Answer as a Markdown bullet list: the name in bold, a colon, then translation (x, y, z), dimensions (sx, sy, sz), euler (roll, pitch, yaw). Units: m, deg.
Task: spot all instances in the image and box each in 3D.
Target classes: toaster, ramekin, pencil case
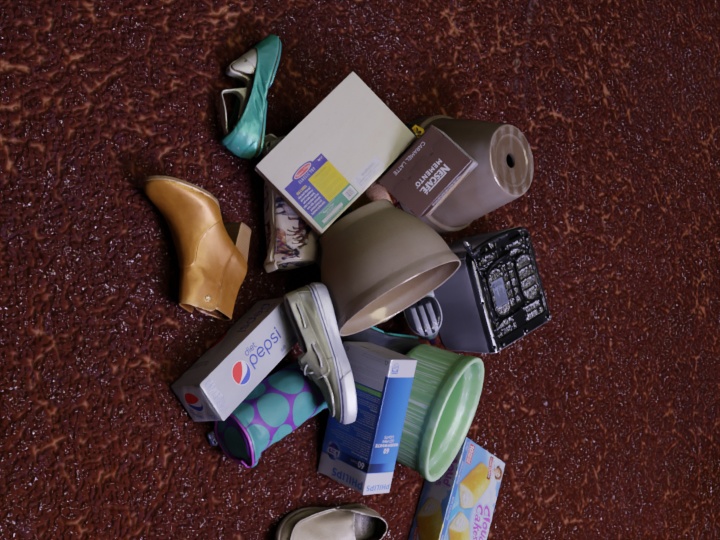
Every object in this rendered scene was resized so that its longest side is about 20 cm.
- **toaster**: translation (0.211, 0.025, 1.945), dimensions (0.181, 0.119, 0.200), euler (-26, 104, -45)
- **ramekin**: translation (0.103, 0.210, 1.774), dimensions (0.200, 0.098, 0.200), euler (-51, 152, -40)
- **pencil case**: translation (-0.114, 0.194, 1.617), dimensions (0.200, 0.085, 0.093), euler (-32, 127, -44)
- **pencil case**: translation (-0.105, -0.095, 1.669), dimensions (0.089, 0.078, 0.200), euler (3, 83, -39)

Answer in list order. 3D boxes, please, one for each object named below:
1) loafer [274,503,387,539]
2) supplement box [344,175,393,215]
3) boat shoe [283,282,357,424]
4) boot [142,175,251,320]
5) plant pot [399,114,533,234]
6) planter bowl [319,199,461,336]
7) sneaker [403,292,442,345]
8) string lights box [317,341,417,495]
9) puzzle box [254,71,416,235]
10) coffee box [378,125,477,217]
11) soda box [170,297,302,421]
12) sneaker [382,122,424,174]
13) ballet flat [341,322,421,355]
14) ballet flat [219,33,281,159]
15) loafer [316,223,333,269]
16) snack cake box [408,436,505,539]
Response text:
- **loafer**: translation (-0.039, 0.375, 1.681), dimensions (0.200, 0.067, 0.076), euler (-8, 90, -46)
- **supplement box**: translation (-0.007, -0.137, 1.729), dimensions (0.069, 0.067, 0.200), euler (-30, 118, -8)
- **boat shoe**: translation (-0.056, 0.117, 1.604), dimensions (0.062, 0.072, 0.200), euler (-14, 83, -15)
- **boot**: translation (-0.223, -0.025, 1.543), dimensions (0.201, 0.071, 0.144), euler (35, 58, -43)
- **plant pot**: translation (0.180, -0.167, 1.902), dimensions (0.200, 0.173, 0.200), euler (9, 78, -45)
- **planter bowl**: translation (0.023, -0.015, 1.654), dimensions (0.200, 0.200, 0.135), euler (-19, 72, -45)
- **sneaker**: translation (0.080, 0.021, 1.854), dimensions (0.088, 0.074, 0.200), euler (71, 5, -67)
- **string lights box**: translation (0.008, 0.212, 1.688), dimensions (0.059, 0.103, 0.200), euler (5, 100, -45)
- **puzzle box**: translation (-0.035, -0.165, 1.637), dimensions (0.133, 0.025, 0.200), euler (46, 78, -6)
- **coffee box**: translation (0.104, -0.145, 1.722), dimensions (0.080, 0.114, 0.200), euler (43, 9, 4)
- **soda box**: translation (-0.163, 0.119, 1.589), dimensions (0.200, 0.068, 0.064), euler (-46, 115, -38)
- **sneaker**: translation (0.055, -0.197, 1.764), dimensions (0.070, 0.090, 0.200), euler (64, 2, -6)
- **ballet flat**: translation (0.021, 0.119, 1.778), dimensions (0.200, 0.073, 0.073), euler (18, 72, -45)
- **ballet flat**: translation (-0.160, -0.257, 1.646), dimensions (0.070, 0.067, 0.200), euler (18, 69, -28)
- **loafer**: translation (0.000, 0.000, 1.769), dimensions (0.200, 0.068, 0.076), euler (50, 53, -29)
- **snack cake box**: translation (0.155, 0.382, 1.879), dimensions (0.115, 0.067, 0.200), euler (36, 61, -36)
